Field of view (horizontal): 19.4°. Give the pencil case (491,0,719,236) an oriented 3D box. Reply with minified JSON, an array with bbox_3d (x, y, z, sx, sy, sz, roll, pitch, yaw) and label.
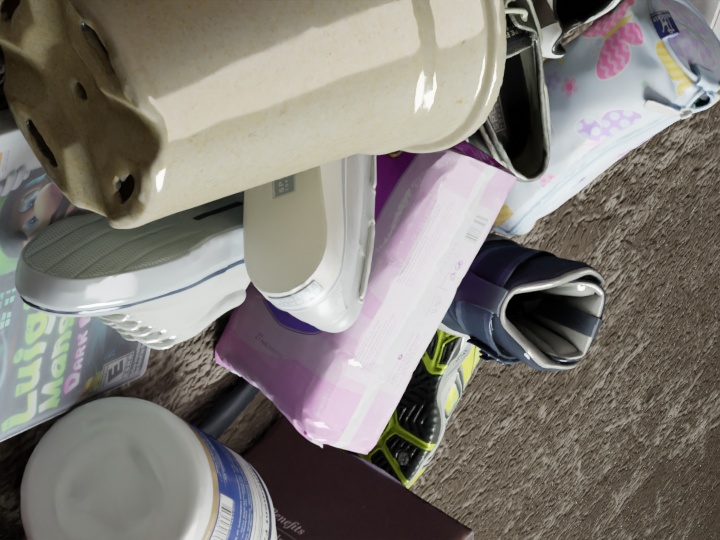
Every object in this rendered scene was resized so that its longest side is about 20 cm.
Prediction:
[{"bbox_3d":[0.151,-0.103,1.395,0.200,0.091,0.083,-35,159,34],"label":"pencil case"}]

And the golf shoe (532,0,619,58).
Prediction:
[{"bbox_3d":[0.145,-0.205,1.365,0.200,0.094,0.078,-50,148,-23],"label":"golf shoe"}]

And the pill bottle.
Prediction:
[{"bbox_3d":[-0.114,0.146,1.235,0.111,0.111,0.200,-57,161,-6],"label":"pill bottle"}]

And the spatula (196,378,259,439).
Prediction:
[{"bbox_3d":[-0.048,0.062,1.379,0.200,0.021,0.057,-38,148,-37],"label":"spatula"}]

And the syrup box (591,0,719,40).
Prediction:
[{"bbox_3d":[0.227,-0.197,1.488,0.200,0.079,0.082,-44,155,-62],"label":"syrup box"}]

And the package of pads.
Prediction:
[{"bbox_3d":[0.000,0.000,1.278,0.076,0.120,0.200,22,98,-42],"label":"package of pads"}]

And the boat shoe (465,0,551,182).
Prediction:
[{"bbox_3d":[0.078,-0.148,1.262,0.071,0.064,0.200,-26,117,-16],"label":"boat shoe"}]

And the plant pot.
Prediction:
[{"bbox_3d":[-0.065,-0.114,0.995,0.183,0.200,0.201,-29,142,-30],"label":"plant pot"}]

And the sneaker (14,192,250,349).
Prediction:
[{"bbox_3d":[-0.108,0.009,1.099,0.200,0.073,0.071,-16,123,-57],"label":"sneaker"}]

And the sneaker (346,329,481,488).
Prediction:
[{"bbox_3d":[0.048,0.086,1.521,0.076,0.075,0.200,6,113,-62],"label":"sneaker"}]

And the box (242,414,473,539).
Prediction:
[{"bbox_3d":[-0.046,0.244,1.408,0.200,0.166,0.164,-44,149,-29],"label":"box"}]

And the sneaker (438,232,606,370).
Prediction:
[{"bbox_3d":[0.109,0.021,1.384,0.202,0.146,0.077,8,97,-57],"label":"sneaker"}]

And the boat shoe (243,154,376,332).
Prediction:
[{"bbox_3d":[-0.020,-0.059,1.146,0.069,0.072,0.200,46,31,-49],"label":"boat shoe"}]

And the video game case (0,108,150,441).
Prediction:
[{"bbox_3d":[-0.159,-0.004,1.104,0.182,0.023,0.200,-24,138,-51],"label":"video game case"}]
